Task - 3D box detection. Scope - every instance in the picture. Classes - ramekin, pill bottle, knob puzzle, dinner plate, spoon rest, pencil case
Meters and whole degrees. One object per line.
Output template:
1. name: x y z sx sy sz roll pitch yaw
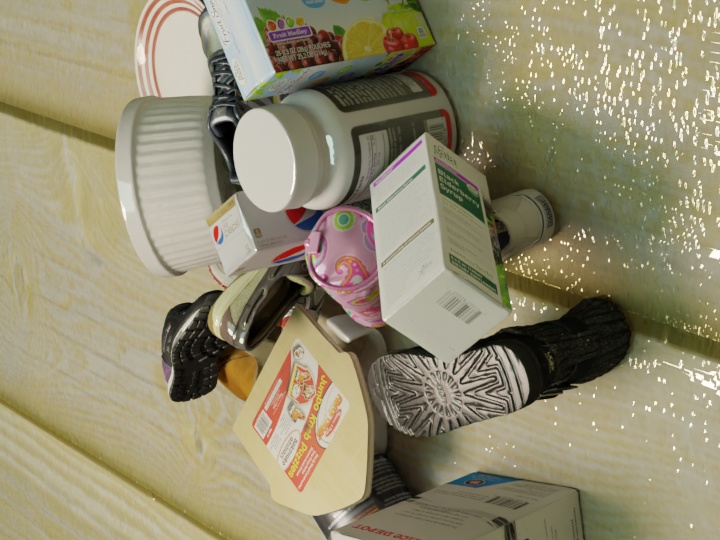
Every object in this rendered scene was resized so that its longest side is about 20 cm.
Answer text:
1. ramekin: -0.181 -0.097 1.609 0.104 0.200 0.202 -7 98 13
2. pill bottle: -0.015 -0.121 1.392 0.114 0.199 0.115 20 117 45
3. knob puzzle: -0.042 0.166 1.540 0.219 0.030 0.222 -2 87 47
4. dinner plate: -0.202 -0.231 1.724 0.200 0.024 0.202 21 118 46
5. pill bottle: 0.036 0.302 1.551 0.201 0.106 0.106 56 138 22
6. spoon rest: -0.003 0.128 1.590 0.099 0.060 0.201 40 144 37
7. pencil case: 0.000 0.000 1.417 0.088 0.087 0.200 63 -178 13

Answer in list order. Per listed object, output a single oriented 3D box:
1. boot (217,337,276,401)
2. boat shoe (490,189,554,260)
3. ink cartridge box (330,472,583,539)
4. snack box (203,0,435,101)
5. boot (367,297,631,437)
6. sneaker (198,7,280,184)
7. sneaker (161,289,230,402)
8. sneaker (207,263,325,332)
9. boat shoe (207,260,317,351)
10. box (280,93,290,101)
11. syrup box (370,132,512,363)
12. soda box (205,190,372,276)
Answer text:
1. boot: -0.115 0.128 1.704 0.202 0.070 0.144 55 157 17
2. boat shoe: 0.098 -0.023 1.391 0.199 0.065 0.072 -15 96 53
3. ink cartridge box: 0.093 0.265 1.393 0.145 0.199 0.085 3 104 50
4. snack box: -0.048 -0.261 1.385 0.068 0.199 0.170 -32 77 50
5. boot: 0.125 0.087 1.325 0.210 0.157 0.080 -9 99 45
6. sneaker: -0.124 -0.179 1.514 0.073 0.081 0.201 -18 92 28
7. sneaker: -0.194 0.065 1.655 0.088 0.075 0.200 67 151 26
8. sneaker: -0.099 0.003 1.654 0.200 0.078 0.083 33 100 44
9. boat shoe: -0.073 0.003 1.540 0.066 0.201 0.072 36 169 33
10. box: -0.057 -0.192 1.548 0.137 0.039 0.201 -26 82 52
11. syrup box: 0.067 -0.024 1.283 0.081 0.079 0.201 -41 30 27
12. soda box: -0.049 -0.052 1.456 0.068 0.199 0.064 -36 73 50
